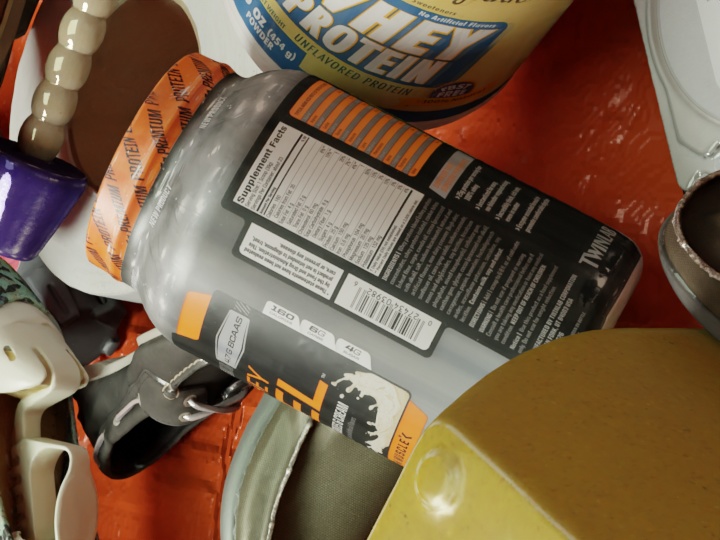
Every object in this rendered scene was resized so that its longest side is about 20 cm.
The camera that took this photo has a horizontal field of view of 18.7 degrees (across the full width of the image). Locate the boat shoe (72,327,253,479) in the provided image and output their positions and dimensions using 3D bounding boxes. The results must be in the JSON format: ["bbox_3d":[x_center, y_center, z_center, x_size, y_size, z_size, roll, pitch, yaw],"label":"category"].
[{"bbox_3d":[-0.083,0.058,1.023,0.200,0.067,0.057,-26,75,62],"label":"boat shoe"}]

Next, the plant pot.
[{"bbox_3d":[0.098,0.135,0.741,0.194,0.200,0.196,41,110,43],"label":"plant pot"}]

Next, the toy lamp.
[{"bbox_3d":[-0.136,-0.101,1.038,0.058,0.058,0.200,34,104,44],"label":"toy lamp"}]

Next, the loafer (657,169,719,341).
[{"bbox_3d":[0.188,0.004,0.755,0.200,0.071,0.073,27,56,38],"label":"loafer"}]

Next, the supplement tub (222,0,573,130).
[{"bbox_3d":[0.034,-0.158,0.868,0.200,0.144,0.145,129,136,-59],"label":"supplement tub"}]

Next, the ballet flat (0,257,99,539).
[{"bbox_3d":[-0.155,0.079,1.051,0.074,0.074,0.201,-22,75,41],"label":"ballet flat"}]

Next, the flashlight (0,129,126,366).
[{"bbox_3d":[-0.198,-0.019,1.179,0.200,0.068,0.068,55,146,37],"label":"flashlight"}]

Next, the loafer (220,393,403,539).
[{"bbox_3d":[-0.004,0.070,0.949,0.070,0.075,0.201,15,92,51],"label":"loafer"}]

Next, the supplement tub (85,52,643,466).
[{"bbox_3d":[0.000,0.000,0.865,0.200,0.123,0.123,28,104,7],"label":"supplement tub"}]

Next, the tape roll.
[{"bbox_3d":[-0.088,-0.080,1.073,0.202,0.071,0.203,-12,73,44],"label":"tape roll"}]

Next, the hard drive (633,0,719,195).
[{"bbox_3d":[0.166,-0.136,0.848,0.140,0.038,0.201,-28,62,39],"label":"hard drive"}]

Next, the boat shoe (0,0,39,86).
[{"bbox_3d":[-0.202,-0.114,1.067,0.072,0.068,0.200,123,166,-47],"label":"boat shoe"}]
